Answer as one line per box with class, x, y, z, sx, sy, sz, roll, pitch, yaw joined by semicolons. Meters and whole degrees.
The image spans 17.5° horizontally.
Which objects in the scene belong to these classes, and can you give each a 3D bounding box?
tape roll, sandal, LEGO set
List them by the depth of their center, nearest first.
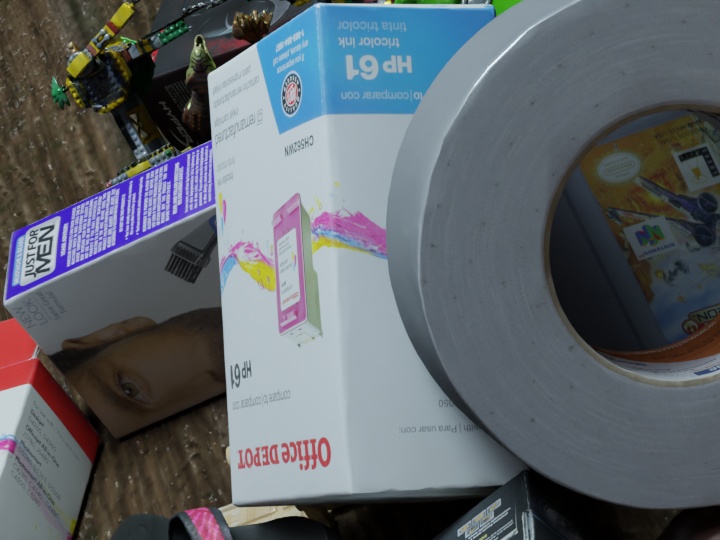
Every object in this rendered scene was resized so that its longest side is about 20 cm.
tape roll;0.113;-0.013;0.888;0.200;0.200;0.066;-36;12;-3
sandal;-0.076;0.136;1.023;0.200;0.045;0.075;-4;60;55
LEGO set;-0.074;-0.088;1.228;0.200;0.154;0.116;-18;7;21

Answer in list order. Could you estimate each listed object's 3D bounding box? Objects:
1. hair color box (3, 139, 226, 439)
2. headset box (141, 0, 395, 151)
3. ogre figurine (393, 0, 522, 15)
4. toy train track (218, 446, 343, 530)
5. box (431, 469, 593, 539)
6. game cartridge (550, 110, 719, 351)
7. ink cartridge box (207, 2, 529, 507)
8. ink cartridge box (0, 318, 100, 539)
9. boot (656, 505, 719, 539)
hair color box;-0.065;-0.004;1.172;0.200;0.109;0.065;-23;36;17
headset box;-0.018;-0.153;1.353;0.200;0.077;0.149;-17;37;28
ogre figurine;0.077;-0.051;1.093;0.120;0.098;0.200;2;45;-8
toy train track;-0.036;0.126;1.051;0.115;0.033;0.200;-23;36;17
box;0.002;0.179;0.868;0.200;0.044;0.160;-39;15;14
game cartridge;0.157;-0.027;0.985;0.200;0.133;0.042;-19;20;25
ink cartridge box;0.000;0.000;0.988;0.085;0.200;0.145;-2;-7;-22
ink cartridge box;-0.205;0.119;1.174;0.116;0.067;0.200;-17;37;24
boot;0.114;0.168;0.837;0.200;0.064;0.186;-39;20;-13
